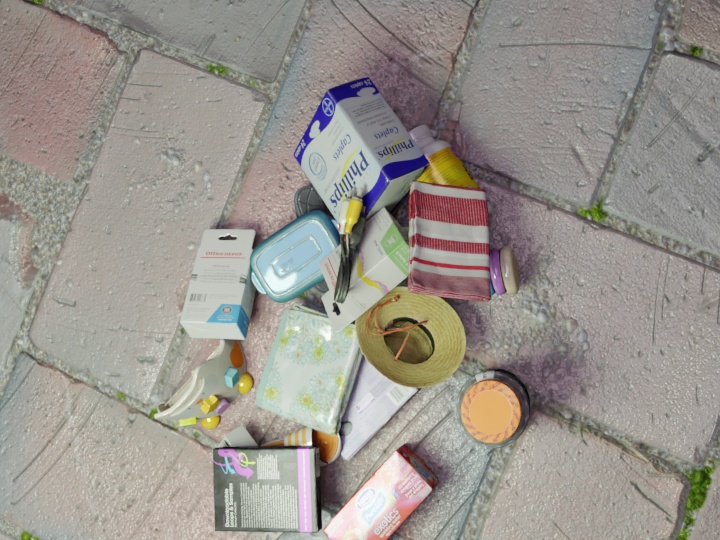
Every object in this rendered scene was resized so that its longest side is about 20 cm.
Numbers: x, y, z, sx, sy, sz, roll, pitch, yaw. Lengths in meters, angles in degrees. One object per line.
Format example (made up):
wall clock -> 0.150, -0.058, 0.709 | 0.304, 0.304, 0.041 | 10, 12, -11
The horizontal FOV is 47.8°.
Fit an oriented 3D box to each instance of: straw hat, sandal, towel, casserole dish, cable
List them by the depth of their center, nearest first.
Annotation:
towel -> 0.149, -0.052, 1.355 | 0.141, 0.023, 0.204 | 6, 68, -11
cable -> -0.032, -0.037, 1.374 | 0.049, 0.097, 0.204 | 22, 67, -14
straw hat -> 0.083, 0.132, 1.435 | 0.196, 0.086, 0.205 | 3, 58, -5
towel -> -0.088, 0.174, 1.464 | 0.168, 0.048, 0.204 | 15, 83, 27
sandal -> -0.124, 0.338, 1.481 | 0.204, 0.059, 0.081 | -25, 86, 27
casserole dish -> -0.116, -0.024, 1.485 | 0.198, 0.039, 0.122 | -32, 91, 7

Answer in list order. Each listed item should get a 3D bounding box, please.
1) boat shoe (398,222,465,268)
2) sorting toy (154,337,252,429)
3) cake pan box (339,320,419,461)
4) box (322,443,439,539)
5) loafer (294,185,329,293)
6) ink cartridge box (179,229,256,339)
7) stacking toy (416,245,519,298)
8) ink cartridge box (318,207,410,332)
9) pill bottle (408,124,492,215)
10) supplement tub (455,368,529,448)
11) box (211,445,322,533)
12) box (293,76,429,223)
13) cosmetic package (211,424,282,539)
boat shoe -> 0.118, -0.019, 1.441 | 0.074, 0.074, 0.199 | -57, 38, -2
sorting toy -> -0.300, 0.222, 1.494 | 0.107, 0.180, 0.200 | 44, 96, 13
cake pan box -> -0.013, 0.212, 1.496 | 0.200, 0.052, 0.184 | -46, 79, 6
box -> 0.038, 0.416, 1.441 | 0.095, 0.100, 0.200 | 43, 96, 12
loafer -> -0.085, -0.059, 1.537 | 0.070, 0.063, 0.205 | -13, 95, -15
ink cartridge box -> -0.258, 0.025, 1.538 | 0.113, 0.067, 0.204 | 1, 59, 13
stacking toy -> 0.182, 0.015, 1.460 | 0.196, 0.085, 0.087 | -10, 83, 19
ink cartridge box -> 0.000, 0.000, 1.417 | 0.199, 0.067, 0.118 | -40, 38, 9
pill bottle -> 0.145, -0.160, 1.463 | 0.103, 0.104, 0.202 | -34, 79, 8
supplement tub -> 0.224, 0.229, 1.362 | 0.120, 0.200, 0.126 | -1, 84, 12
box -> -0.166, 0.385, 1.436 | 0.195, 0.036, 0.147 | -3, 85, 13
box -> -0.004, -0.200, 1.453 | 0.104, 0.184, 0.202 | -25, 74, -36
cosmetic package -> -0.191, 0.394, 1.502 | 0.201, 0.050, 0.083 | 51, 137, 12
